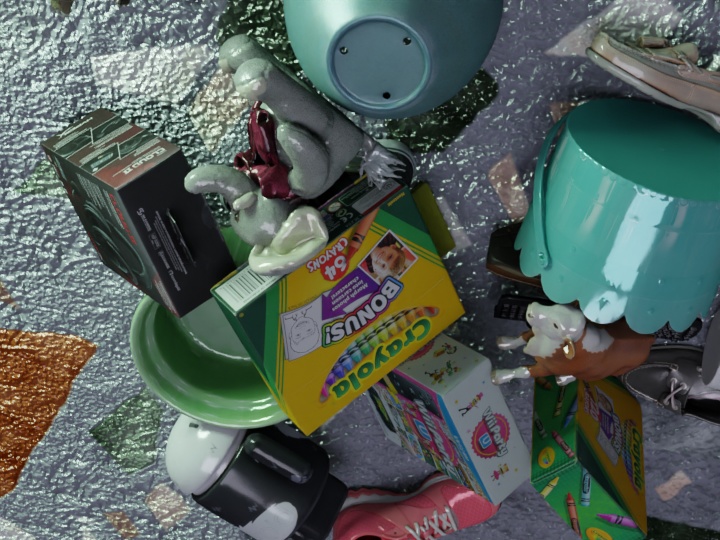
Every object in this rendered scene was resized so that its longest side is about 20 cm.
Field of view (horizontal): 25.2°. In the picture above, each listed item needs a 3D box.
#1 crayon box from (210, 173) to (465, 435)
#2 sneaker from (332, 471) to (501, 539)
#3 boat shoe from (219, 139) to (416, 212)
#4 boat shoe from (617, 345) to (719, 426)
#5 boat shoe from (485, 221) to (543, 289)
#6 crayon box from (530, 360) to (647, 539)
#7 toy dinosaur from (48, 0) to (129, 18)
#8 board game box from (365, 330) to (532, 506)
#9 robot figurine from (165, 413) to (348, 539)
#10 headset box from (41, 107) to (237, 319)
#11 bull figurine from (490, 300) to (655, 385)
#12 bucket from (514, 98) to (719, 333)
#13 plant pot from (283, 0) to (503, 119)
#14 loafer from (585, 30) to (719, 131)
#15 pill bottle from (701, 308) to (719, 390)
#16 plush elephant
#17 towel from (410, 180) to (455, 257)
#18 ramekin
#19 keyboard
[{"bbox_3d":[-0.017,0.029,1.510,0.200,0.058,0.173,-37,129,-11],"label":"crayon box"},{"bbox_3d":[0.061,0.283,1.775,0.199,0.087,0.074,-13,123,16],"label":"sneaker"},{"bbox_3d":[-0.045,-0.083,1.556,0.199,0.057,0.069,-10,123,14],"label":"boat shoe"},{"bbox_3d":[0.361,0.126,1.645,0.199,0.057,0.067,11,125,0],"label":"boat shoe"},{"bbox_3d":[0.221,0.005,1.573,0.199,0.076,0.074,8,138,5],"label":"boat shoe"},{"bbox_3d":[0.228,0.173,1.608,0.058,0.200,0.119,-32,115,26],"label":"crayon box"},{"bbox_3d":[-0.229,-0.300,1.418,0.102,0.077,0.200,41,111,19],"label":"toy dinosaur"},{"bbox_3d":[0.074,0.129,1.606,0.064,0.200,0.148,-37,121,-19],"label":"board game box"},{"bbox_3d":[-0.113,0.214,1.731,0.200,0.125,0.150,34,117,-16],"label":"robot figurine"},{"bbox_3d":[-0.203,-0.054,1.513,0.077,0.200,0.149,-34,123,-18],"label":"headset box"},{"bbox_3d":[0.195,0.070,1.501,0.121,0.065,0.200,-16,162,37],"label":"bull figurine"},{"bbox_3d":[0.248,-0.055,1.452,0.206,0.207,0.135,15,121,-3],"label":"bucket"},{"bbox_3d":[0.023,-0.212,1.412,0.199,0.135,0.201,4,124,5],"label":"plant pot"},{"bbox_3d":[0.298,-0.176,1.449,0.199,0.072,0.063,24,108,-17],"label":"loafer"},{"bbox_3d":[0.444,0.096,1.583,0.199,0.109,0.109,13,125,-2],"label":"pill bottle"},{"bbox_3d":[-0.079,-0.091,1.431,0.200,0.165,0.155,36,98,-26],"label":"plush elephant"},{"bbox_3d":[0.000,0.000,1.564,0.200,0.018,0.086,-36,125,-15],"label":"towel"},{"bbox_3d":[-0.126,0.054,1.636,0.199,0.098,0.201,3,125,5],"label":"ramekin"},{"bbox_3d":[0.231,0.060,1.595,0.199,0.040,0.104,8,169,3],"label":"keyboard"}]
